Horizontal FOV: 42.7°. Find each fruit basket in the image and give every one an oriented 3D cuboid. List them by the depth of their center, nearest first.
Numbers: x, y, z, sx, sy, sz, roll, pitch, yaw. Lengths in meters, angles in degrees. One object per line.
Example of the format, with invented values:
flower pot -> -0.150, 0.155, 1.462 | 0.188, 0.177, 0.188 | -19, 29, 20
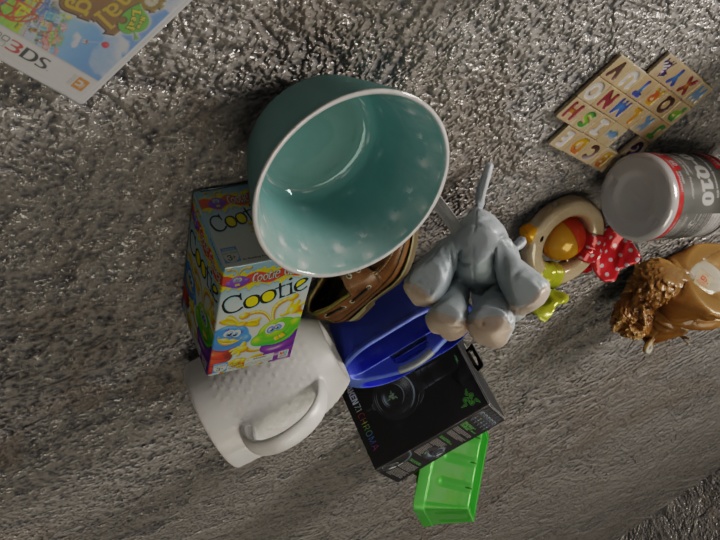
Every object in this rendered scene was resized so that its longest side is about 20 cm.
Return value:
fruit basket -> 0.108, 0.328, 1.595 | 0.215, 0.216, 0.156 | -25, 148, -1

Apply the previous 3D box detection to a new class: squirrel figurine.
squirrel figurine -> 0.499, 0.055, 1.526 | 0.200, 0.142, 0.187 | 3, 151, -18

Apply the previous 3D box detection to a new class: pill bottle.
pill bottle -> 0.424, -0.100, 1.220 | 0.200, 0.114, 0.114 | -6, 144, -38

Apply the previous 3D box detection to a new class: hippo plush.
hippo plush -> 0.139, 0.004, 1.140 | 0.159, 0.200, 0.161 | -26, 168, 8

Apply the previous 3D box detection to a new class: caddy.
caddy -> 0.056, 0.085, 1.234 | 0.200, 0.105, 0.141 | -32, 150, 9

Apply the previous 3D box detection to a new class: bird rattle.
bird rattle -> 0.286, -0.027, 1.251 | 0.200, 0.113, 0.163 | -26, 131, -5

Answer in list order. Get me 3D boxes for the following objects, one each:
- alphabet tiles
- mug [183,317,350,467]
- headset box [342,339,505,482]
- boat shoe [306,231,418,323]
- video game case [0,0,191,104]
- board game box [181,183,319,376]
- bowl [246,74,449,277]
alphabet tiles -> 0.321, -0.193, 1.113 | 0.200, 0.008, 0.167 | 14, 131, -48
mug -> -0.104, 0.152, 1.134 | 0.175, 0.200, 0.148 | -29, 118, 0
headset box -> 0.088, 0.175, 1.327 | 0.200, 0.174, 0.093 | -31, 149, 9
boat shoe -> 0.000, 0.000, 1.100 | 0.068, 0.072, 0.200 | -2, 141, -34
video game case -> -0.206, -0.224, 0.662 | 0.200, 0.022, 0.182 | -37, 147, 18
board game box -> -0.124, 0.010, 0.993 | 0.105, 0.103, 0.200 | -12, 146, -23
bowl -> -0.028, -0.103, 0.870 | 0.200, 0.105, 0.201 | -19, 135, -20
